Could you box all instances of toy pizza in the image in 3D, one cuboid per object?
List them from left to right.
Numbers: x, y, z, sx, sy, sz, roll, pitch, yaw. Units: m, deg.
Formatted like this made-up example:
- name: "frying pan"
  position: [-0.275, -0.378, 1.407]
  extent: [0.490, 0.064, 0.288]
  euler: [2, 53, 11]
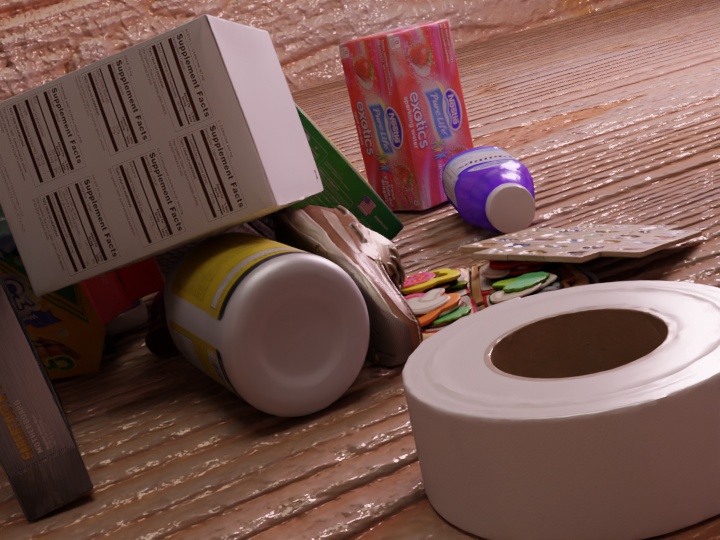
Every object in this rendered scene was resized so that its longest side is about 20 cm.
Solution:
- name: "toy pizza"
  position: [0.091, 0.019, 0.940]
  extent: [0.197, 0.032, 0.200]
  euler: [-12, 15, 3]

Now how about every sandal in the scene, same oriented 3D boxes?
- name: "sandal"
  position: [-0.262, 0.022, 1.190]
  extent: [0.082, 0.051, 0.202]
  euler: [-20, 17, -27]

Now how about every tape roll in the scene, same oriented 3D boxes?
- name: "tape roll"
  position: [0.124, 0.070, 0.646]
  extent: [0.199, 0.072, 0.203]
  euler: [-13, 15, 3]

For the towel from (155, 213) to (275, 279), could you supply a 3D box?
- name: "towel"
  position: [-0.169, -0.053, 1.164]
  extent: [0.163, 0.087, 0.200]
  euler: [-7, -15, 17]

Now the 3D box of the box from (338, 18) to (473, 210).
- name: "box"
  position: [0.059, -0.179, 1.368]
  extent: [0.102, 0.203, 0.094]
  euler: [-21, 15, -35]

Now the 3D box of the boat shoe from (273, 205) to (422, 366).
- name: "boat shoe"
  position: [0.000, 0.000, 0.906]
  extent: [0.071, 0.077, 0.200]
  euler: [-17, 38, -22]

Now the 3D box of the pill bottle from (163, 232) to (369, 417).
- name: "pill bottle"
  position: [-0.081, 0.032, 0.876]
  extent: [0.111, 0.114, 0.199]
  euler: [-18, 16, -22]

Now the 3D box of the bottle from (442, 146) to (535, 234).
- name: "bottle"
  position: [0.136, -0.081, 1.208]
  extent: [0.082, 0.066, 0.200]
  euler: [-14, 15, 0]

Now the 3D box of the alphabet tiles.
- name: "alphabet tiles"
  position: [0.187, -0.024, 0.995]
  extent: [0.165, 0.006, 0.199]
  euler: [3, 10, 37]

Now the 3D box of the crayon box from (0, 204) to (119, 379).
- name: "crayon box"
  position: [-0.295, 0.034, 0.978]
  extent: [0.124, 0.201, 0.052]
  euler: [-11, 46, 8]

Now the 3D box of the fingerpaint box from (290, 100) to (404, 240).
- name: "fingerpaint box"
  position: [-0.064, -0.110, 1.162]
  extent: [0.073, 0.200, 0.167]
  euler: [-43, 26, 1]

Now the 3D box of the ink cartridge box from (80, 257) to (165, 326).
- name: "ink cartridge box"
  position: [-0.290, 0.007, 1.070]
  extent: [0.198, 0.118, 0.067]
  euler: [-21, 10, 18]

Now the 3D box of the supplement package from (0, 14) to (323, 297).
- name: "supplement package"
  position: [-0.158, -0.092, 0.932]
  extent: [0.197, 0.149, 0.191]
  euler: [-20, 4, 10]

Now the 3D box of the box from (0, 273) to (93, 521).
- name: "box"
  position: [-0.248, 0.061, 0.811]
  extent: [0.048, 0.160, 0.200]
  euler: [-24, 18, -15]

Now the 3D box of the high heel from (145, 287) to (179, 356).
- name: "high heel"
  position: [-0.096, 0.013, 1.036]
  extent: [0.197, 0.068, 0.096]
  euler: [-14, 25, 8]
